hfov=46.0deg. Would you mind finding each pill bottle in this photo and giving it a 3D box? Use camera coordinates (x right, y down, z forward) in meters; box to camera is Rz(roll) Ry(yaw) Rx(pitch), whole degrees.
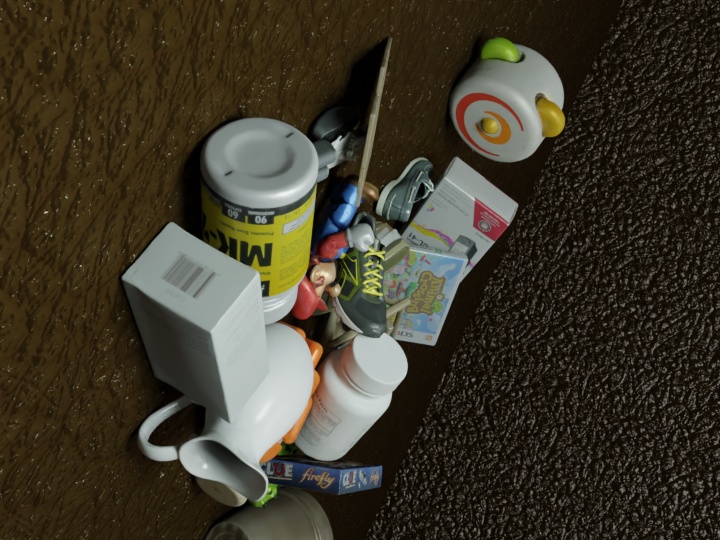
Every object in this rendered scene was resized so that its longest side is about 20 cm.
[{"bbox_3d":[-0.019,0.177,1.222,0.201,0.114,0.114,-53,174,40],"label":"pill bottle"},{"bbox_3d":[-0.105,-0.042,0.864,0.115,0.113,0.202,-50,160,-38],"label":"pill bottle"}]

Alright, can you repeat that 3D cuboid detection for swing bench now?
[{"bbox_3d":[-0.034,0.139,1.382,0.200,0.128,0.201,-49,161,-42],"label":"swing bench"}]

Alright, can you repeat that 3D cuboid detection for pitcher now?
[{"bbox_3d":[-0.152,0.152,0.994,0.201,0.169,0.123,-66,163,-46],"label":"pitcher"}]

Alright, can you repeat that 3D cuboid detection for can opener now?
[{"bbox_3d":[-0.059,-0.133,0.988,0.199,0.066,0.053,-37,162,-45],"label":"can opener"}]

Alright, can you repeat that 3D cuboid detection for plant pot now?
[{"bbox_3d":[-0.172,0.477,1.438,0.173,0.199,0.202,13,105,-57],"label":"plant pot"}]

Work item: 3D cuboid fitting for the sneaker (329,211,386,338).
[{"bbox_3d":[0.000,0.000,1.187,0.074,0.202,0.085,12,135,-35],"label":"sneaker"}]

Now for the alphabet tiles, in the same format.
[{"bbox_3d":[0.016,-0.184,1.066,0.201,0.007,0.169,-80,-179,-59],"label":"alphabet tiles"}]

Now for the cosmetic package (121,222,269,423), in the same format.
[{"bbox_3d":[-0.161,0.060,0.862,0.081,0.112,0.201,-53,164,-29],"label":"cosmetic package"}]

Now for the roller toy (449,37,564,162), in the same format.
[{"bbox_3d":[0.259,-0.292,1.515,0.140,0.199,0.183,-52,-178,-29],"label":"roller toy"}]

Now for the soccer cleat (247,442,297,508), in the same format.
[{"bbox_3d":[-0.145,0.285,1.343,0.067,0.081,0.202,-18,137,-60],"label":"soccer cleat"}]

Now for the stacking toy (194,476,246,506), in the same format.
[{"bbox_3d":[-0.160,0.239,1.248,0.086,0.084,0.201,99,18,-51],"label":"stacking toy"}]

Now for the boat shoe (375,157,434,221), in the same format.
[{"bbox_3d":[0.092,-0.135,1.462,0.200,0.061,0.074,-44,153,-54],"label":"boat shoe"}]

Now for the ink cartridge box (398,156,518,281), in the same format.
[{"bbox_3d":[0.167,-0.079,1.538,0.201,0.147,0.086,-54,-178,38],"label":"ink cartridge box"}]

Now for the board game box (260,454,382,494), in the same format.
[{"bbox_3d":[-0.059,0.299,1.253,0.200,0.133,0.035,33,63,-69],"label":"board game box"}]

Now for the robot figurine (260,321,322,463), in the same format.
[{"bbox_3d":[-0.132,0.169,1.138,0.202,0.115,0.144,-60,167,-13],"label":"robot figurine"}]

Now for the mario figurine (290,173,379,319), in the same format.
[{"bbox_3d":[-0.035,-0.022,1.154,0.202,0.105,0.124,-62,167,-8],"label":"mario figurine"}]

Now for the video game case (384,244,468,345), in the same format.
[{"bbox_3d":[0.080,0.042,1.535,0.022,0.179,0.202,-100,-157,-55],"label":"video game case"}]

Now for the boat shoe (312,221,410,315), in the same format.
[{"bbox_3d":[-0.020,-0.004,1.304,0.199,0.069,0.075,-32,158,-24],"label":"boat shoe"}]
